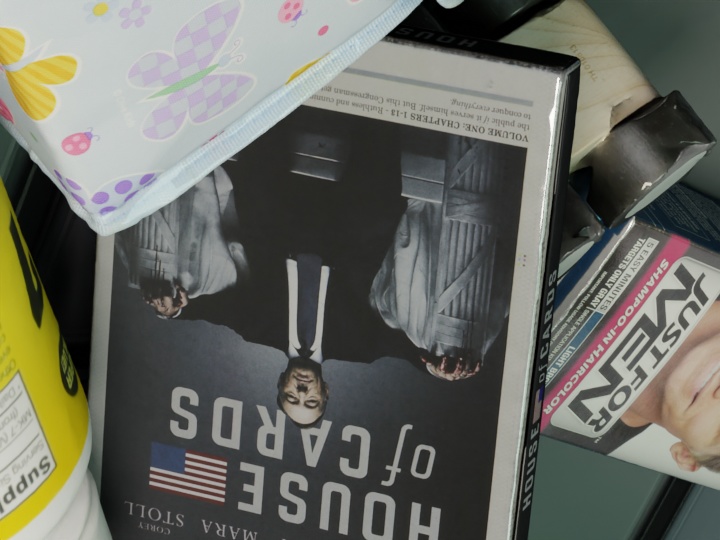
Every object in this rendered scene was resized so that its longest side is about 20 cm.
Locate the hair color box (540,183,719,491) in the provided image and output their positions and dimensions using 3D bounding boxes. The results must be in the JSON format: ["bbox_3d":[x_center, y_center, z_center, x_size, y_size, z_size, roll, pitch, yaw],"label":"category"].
[{"bbox_3d":[0.120,0.022,1.112,0.200,0.061,0.100,19,115,-48],"label":"hair color box"}]

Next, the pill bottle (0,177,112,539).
[{"bbox_3d":[-0.146,0.027,0.828,0.114,0.114,0.201,-28,130,-15],"label":"pill bottle"}]

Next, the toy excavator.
[{"bbox_3d":[0.000,0.000,0.962,0.194,0.100,0.200,-35,171,-36],"label":"toy excavator"}]

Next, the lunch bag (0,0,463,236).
[{"bbox_3d":[-0.040,-0.137,0.775,0.200,0.127,0.170,-38,143,-14],"label":"lunch bag"}]

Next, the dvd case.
[{"bbox_3d":[-0.014,0.018,0.883,0.025,0.150,0.201,-39,138,-63],"label":"dvd case"}]
